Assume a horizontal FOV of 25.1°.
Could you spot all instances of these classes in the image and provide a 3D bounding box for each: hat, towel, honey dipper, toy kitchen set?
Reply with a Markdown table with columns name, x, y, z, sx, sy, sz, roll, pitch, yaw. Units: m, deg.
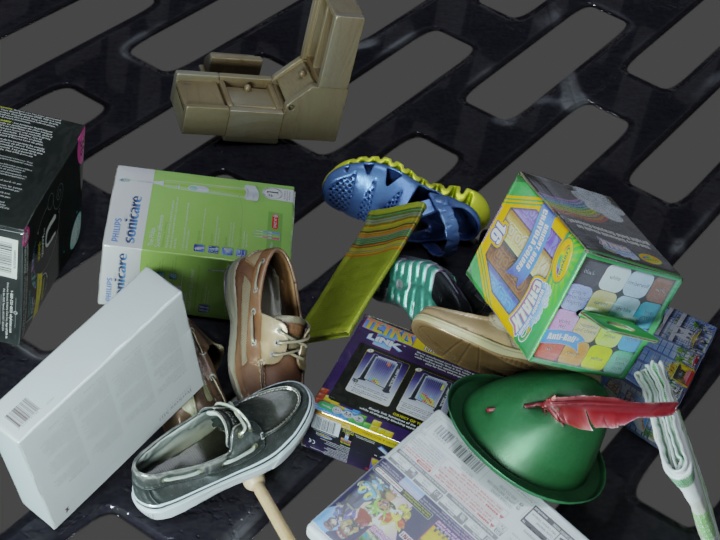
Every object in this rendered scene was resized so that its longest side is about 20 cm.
| name | x | y | z | sx | sy | sz | roll | pitch | yaw |
| --- | --- | --- | --- | --- | --- | --- | --- | --- | --- |
| hat | 0.202 | 0.103 | 1.501 | 0.200 | 0.177 | 0.165 | 38 | 31 | 17 |
| towel | 0.000 | 0.000 | 1.730 | 0.086 | 0.018 | 0.201 | -14 | 34 | 44 |
| honey dipper | -0.063 | 0.247 | 1.462 | 0.038 | 0.038 | 0.200 | -10 | 41 | -25 |
| towel | 0.304 | 0.200 | 1.506 | 0.030 | 0.201 | 0.150 | -18 | 38 | 11 |
| toy kitchen set | -0.126 | -0.278 | 1.987 | 0.198 | 0.182 | 0.164 | 1 | 38 | -21 |

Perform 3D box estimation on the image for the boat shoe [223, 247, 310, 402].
| name | x | y | z | sx | sy | sz | roll | pitch | yaw |
| --- | --- | --- | --- | --- | --- | --- | --- | --- | --- |
| boat shoe | -0.087 | 0.069 | 1.598 | 0.075 | 0.072 | 0.202 | 7 | 62 | -44 |

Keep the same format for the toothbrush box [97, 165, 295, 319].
| name | x | y | z | sx | sy | sz | roll | pitch | yaw |
| --- | --- | --- | --- | --- | --- | --- | --- | --- | --- |
| toothbrush box | -0.174 | -0.028 | 1.738 | 0.198 | 0.087 | 0.146 | 8 | 38 | -7 |

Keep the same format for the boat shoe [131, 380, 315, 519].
| name | x | y | z | sx | sy | sz | roll | pitch | yaw |
| --- | --- | --- | --- | --- | --- | --- | --- | --- | --- |
| boat shoe | -0.123 | 0.157 | 1.494 | 0.199 | 0.071 | 0.072 | -34 | 59 | -24 |

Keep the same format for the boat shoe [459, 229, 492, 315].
| name | x | y | z | sx | sy | sz | roll | pitch | yaw |
| --- | --- | --- | --- | --- | --- | --- | --- | --- | --- |
| boat shoe | 0.161 | -0.020 | 1.828 | 0.066 | 0.075 | 0.200 | 28 | 49 | 2 |

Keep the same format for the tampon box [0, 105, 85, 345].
| name | x | y | z | sx | sy | sz | roll | pitch | yaw |
| --- | --- | --- | --- | --- | --- | --- | --- | --- | --- |
| tampon box | -0.372 | -0.051 | 1.660 | 0.125 | 0.151 | 0.201 | 13 | 38 | 3 |

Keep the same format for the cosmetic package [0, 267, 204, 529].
| name | x | y | z | sx | sy | sz | roll | pitch | yaw |
| --- | --- | --- | --- | --- | --- | --- | --- | --- | --- |
| cosmetic package | -0.232 | 0.115 | 1.445 | 0.051 | 0.152 | 0.200 | 31 | 61 | 27 |

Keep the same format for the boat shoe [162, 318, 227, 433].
| name | x | y | z | sx | sy | sz | roll | pitch | yaw |
| --- | --- | --- | --- | --- | --- | --- | --- | --- | --- |
| boat shoe | -0.174 | 0.088 | 1.609 | 0.074 | 0.075 | 0.204 | -3 | 52 | -23 |

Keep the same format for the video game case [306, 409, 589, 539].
| name | x | y | z | sx | sy | sz | roll | pitch | yaw |
| --- | --- | --- | --- | --- | --- | --- | --- | --- | --- |
| video game case | 0.082 | 0.245 | 1.464 | 0.200 | 0.023 | 0.182 | 40 | 60 | 21 |

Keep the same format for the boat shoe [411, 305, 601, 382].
| name | x | y | z | sx | sy | sz | roll | pitch | yaw |
| --- | --- | --- | --- | --- | --- | --- | --- | --- | --- |
| boat shoe | 0.148 | 0.069 | 1.614 | 0.198 | 0.071 | 0.065 | 19 | 68 | -6 |

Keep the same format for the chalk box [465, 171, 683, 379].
| name | x | y | z | sx | sy | sz | roll | pitch | yaw |
| --- | --- | --- | --- | --- | --- | --- | --- | --- | --- |
| chalk box | 0.210 | 0.018 | 1.531 | 0.123 | 0.125 | 0.200 | 14 | 26 | -29 |

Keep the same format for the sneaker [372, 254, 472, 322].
| name | x | y | z | sx | sy | sz | roll | pitch | yaw |
| --- | --- | --- | --- | --- | --- | --- | --- | --- | --- |
| sneaker | 0.084 | 0.019 | 1.727 | 0.087 | 0.075 | 0.200 | 1 | 18 | -28 |

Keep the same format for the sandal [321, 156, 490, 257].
| name | x | y | z | sx | sy | sz | roll | pitch | yaw |
| --- | --- | --- | --- | --- | --- | --- | --- | --- | --- |
| sandal | 0.049 | -0.071 | 1.862 | 0.198 | 0.080 | 0.087 | 14 | 41 | 5 |

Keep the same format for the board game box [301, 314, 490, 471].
| name | x | y | z | sx | sy | sz | roll | pitch | yaw |
| --- | --- | --- | --- | --- | --- | --- | --- | --- | --- |
| board game box | 0.062 | 0.142 | 1.612 | 0.198 | 0.057 | 0.166 | 21 | 37 | 10 |

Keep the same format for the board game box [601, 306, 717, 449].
| name | x | y | z | sx | sy | sz | roll | pitch | yaw |
| --- | --- | --- | --- | --- | --- | --- | --- | --- | --- |
| board game box | 0.271 | 0.075 | 1.748 | 0.198 | 0.062 | 0.200 | 24 | 39 | 14 |
